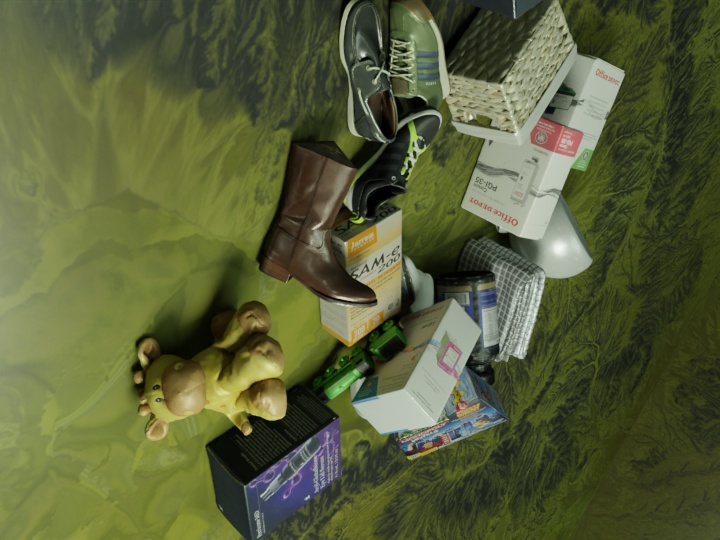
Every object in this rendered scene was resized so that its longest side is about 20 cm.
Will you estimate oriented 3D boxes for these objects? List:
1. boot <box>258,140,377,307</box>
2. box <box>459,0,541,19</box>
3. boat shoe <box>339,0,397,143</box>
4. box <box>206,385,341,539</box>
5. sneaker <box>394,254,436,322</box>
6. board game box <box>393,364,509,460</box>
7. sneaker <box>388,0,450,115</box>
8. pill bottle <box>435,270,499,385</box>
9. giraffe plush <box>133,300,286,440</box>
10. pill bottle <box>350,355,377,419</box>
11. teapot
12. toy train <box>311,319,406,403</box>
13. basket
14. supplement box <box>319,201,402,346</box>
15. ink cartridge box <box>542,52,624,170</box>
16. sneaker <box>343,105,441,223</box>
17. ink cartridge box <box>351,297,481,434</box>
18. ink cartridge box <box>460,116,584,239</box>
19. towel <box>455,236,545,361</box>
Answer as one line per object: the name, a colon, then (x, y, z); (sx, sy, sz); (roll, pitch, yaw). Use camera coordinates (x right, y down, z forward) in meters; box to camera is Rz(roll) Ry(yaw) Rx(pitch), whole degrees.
boot: (-0.032, -0.065, 1.036); (0.064, 0.183, 0.203); (-95, -155, -75)
box: (0.185, -0.449, 0.985); (0.199, 0.195, 0.125); (-38, 139, -24)
boat shoe: (0.018, -0.269, 1.023); (0.071, 0.067, 0.203); (-32, 135, -29)
box: (-0.134, 0.309, 1.213); (0.199, 0.104, 0.150); (-31, 136, -33)
sneaker: (0.088, 0.028, 1.324); (0.088, 0.074, 0.201); (-57, 152, -23)
board game box: (0.149, 0.238, 1.281); (0.197, 0.062, 0.201); (-23, 150, 1)
sneaker: (0.072, -0.287, 1.070); (0.090, 0.066, 0.201); (-54, 147, -16)
pill bottle: (0.197, 0.106, 1.374); (0.111, 0.111, 0.204); (-9, 97, -46)
giraffe plush: (-0.210, 0.142, 0.995); (0.160, 0.175, 0.200); (-4, 153, -36)
pill bottle: (0.085, 0.221, 1.380); (0.198, 0.112, 0.114); (13, 105, -42)
teapot: (0.367, -0.061, 1.516); (0.145, 0.202, 0.198); (-29, -170, 20)
toy train: (-0.004, 0.156, 1.241); (0.199, 0.057, 0.042); (-40, 115, 15)
basket: (0.227, -0.318, 1.164); (0.202, 0.134, 0.124); (-57, 142, -15)
supplement box: (0.000, 0.000, 1.181); (0.125, 0.073, 0.203); (-32, 135, -33)
ink cartridge box: (0.409, -0.305, 1.444); (0.145, 0.084, 0.203); (0, 114, -50)
sneaker: (0.056, -0.147, 1.102); (0.200, 0.083, 0.072); (-45, 146, 9)
ink cartridge box: (0.093, 0.155, 1.226); (0.085, 0.144, 0.201); (47, 52, -14)
ink cartridge box: (0.284, -0.175, 1.334); (0.082, 0.146, 0.203); (1, 114, -48)
towel: (0.253, 0.058, 1.447); (0.085, 0.165, 0.204); (-11, 122, -41)
